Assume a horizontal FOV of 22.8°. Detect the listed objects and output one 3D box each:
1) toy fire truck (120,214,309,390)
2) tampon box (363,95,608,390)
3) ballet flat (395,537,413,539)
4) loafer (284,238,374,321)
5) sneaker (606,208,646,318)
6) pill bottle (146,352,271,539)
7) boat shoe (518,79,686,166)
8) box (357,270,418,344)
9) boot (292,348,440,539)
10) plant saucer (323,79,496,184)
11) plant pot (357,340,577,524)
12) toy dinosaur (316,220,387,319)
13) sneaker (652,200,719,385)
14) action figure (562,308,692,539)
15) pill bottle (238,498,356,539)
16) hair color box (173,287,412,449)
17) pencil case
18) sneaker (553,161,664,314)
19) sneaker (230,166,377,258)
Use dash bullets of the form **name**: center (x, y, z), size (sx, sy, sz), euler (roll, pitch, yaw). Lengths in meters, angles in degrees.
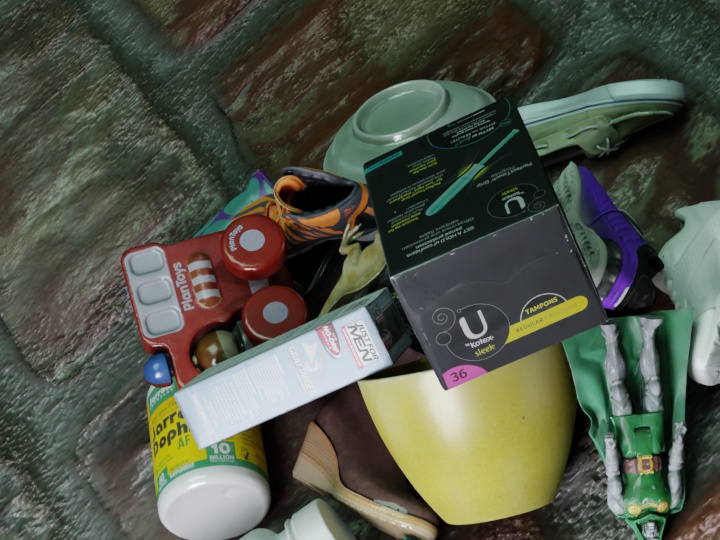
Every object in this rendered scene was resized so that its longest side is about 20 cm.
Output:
- **toy fire truck**: center (-0.139, 0.049, 1.753), size (0.167, 0.112, 0.201), euler (-15, 61, -5)
- **tampon box**: center (0.101, -0.025, 1.501), size (0.149, 0.127, 0.200), euler (-23, 31, 7)
- **ballet flat**: center (0.063, 0.322, 1.564), size (0.071, 0.069, 0.200), euler (-48, 47, 11)
- **loafer**: center (-0.060, 0.005, 1.867), size (0.200, 0.063, 0.072), euler (-50, 47, -6)
- **sneaker**: center (0.184, 0.035, 1.670), size (0.198, 0.080, 0.130), euler (-21, 40, 7)
- **pill bottle**: center (-0.156, 0.159, 1.788), size (0.112, 0.113, 0.201), euler (-26, 48, 16)
- **boat shoe**: center (0.234, -0.143, 1.785), size (0.199, 0.072, 0.063), euler (-12, 78, 31)
- **box**: center (0.079, -0.015, 1.721), size (0.157, 0.050, 0.201), euler (-28, 24, 52)
- **boot**: center (0.033, 0.156, 1.691), size (0.199, 0.072, 0.167), euler (23, 75, 45)
- **plant saucer**: center (0.048, -0.151, 1.872), size (0.199, 0.050, 0.201), euler (-17, 32, 11)
- **plant pot**: center (0.109, 0.144, 1.583), size (0.199, 0.200, 0.143), euler (-13, 90, 26)
- **toy dinosaur**: center (0.000, 0.000, 1.693), size (0.200, 0.058, 0.101), euler (-42, 17, 18)
- **sneaker**: center (0.305, 0.020, 1.605), size (0.099, 0.078, 0.201), euler (-4, 48, 28)
- **action figure**: center (0.239, 0.140, 1.522), size (0.117, 0.055, 0.202), euler (-7, 95, 0)
- **pill bottle**: center (-0.092, 0.304, 1.641), size (0.200, 0.114, 0.115), euler (-37, 46, 5)
- **hair color box**: center (-0.060, 0.088, 1.621), size (0.199, 0.061, 0.099), euler (-25, 4, 16)
- **pencil case**: center (-0.155, -0.014, 1.930), size (0.200, 0.085, 0.092), euler (-43, 42, 0)
- **sneaker**: center (0.221, -0.020, 1.609), size (0.070, 0.099, 0.201), euler (-59, 19, 27)
- **sneaker**: center (-0.070, -0.066, 1.798), size (0.199, 0.112, 0.078), euler (-12, 70, 32)
